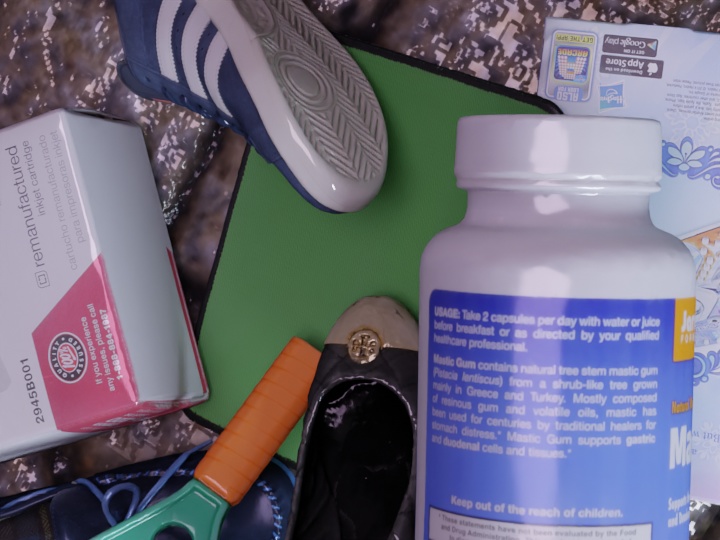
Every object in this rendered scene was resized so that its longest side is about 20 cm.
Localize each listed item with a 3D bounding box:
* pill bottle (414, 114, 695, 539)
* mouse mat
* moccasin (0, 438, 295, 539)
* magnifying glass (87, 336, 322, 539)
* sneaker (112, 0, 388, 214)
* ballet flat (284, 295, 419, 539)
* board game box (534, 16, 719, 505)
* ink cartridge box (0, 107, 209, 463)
[{"bbox_3d":[0.078,0.040,0.681,0.112,0.112,0.201,3,93,16],"label":"pill bottle"},{"bbox_3d":[0.000,0.000,0.779,0.160,0.008,0.201,22,101,29],"label":"mouse mat"},{"bbox_3d":[-0.124,0.136,0.804,0.199,0.068,0.081,-18,85,19],"label":"moccasin"},{"bbox_3d":[-0.078,0.115,0.751,0.079,0.022,0.200,35,74,7],"label":"magnifying glass"},{"bbox_3d":[-0.062,-0.090,0.779,0.085,0.075,0.200,-47,60,29],"label":"sneaker"},{"bbox_3d":[-0.004,0.101,0.718,0.066,0.057,0.201,-1,65,23],"label":"ballet flat"},{"bbox_3d":[0.167,0.001,0.733,0.199,0.043,0.200,8,93,16],"label":"board game box"},{"bbox_3d":[-0.192,0.021,0.817,0.199,0.085,0.146,-18,83,18],"label":"ink cartridge box"}]
